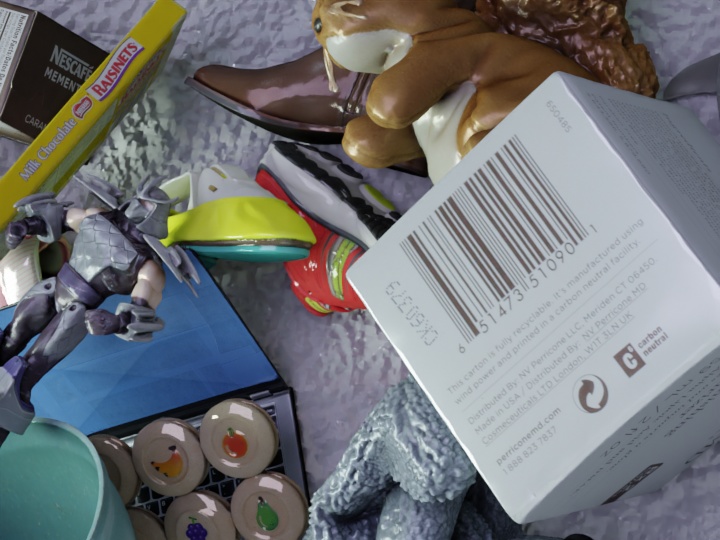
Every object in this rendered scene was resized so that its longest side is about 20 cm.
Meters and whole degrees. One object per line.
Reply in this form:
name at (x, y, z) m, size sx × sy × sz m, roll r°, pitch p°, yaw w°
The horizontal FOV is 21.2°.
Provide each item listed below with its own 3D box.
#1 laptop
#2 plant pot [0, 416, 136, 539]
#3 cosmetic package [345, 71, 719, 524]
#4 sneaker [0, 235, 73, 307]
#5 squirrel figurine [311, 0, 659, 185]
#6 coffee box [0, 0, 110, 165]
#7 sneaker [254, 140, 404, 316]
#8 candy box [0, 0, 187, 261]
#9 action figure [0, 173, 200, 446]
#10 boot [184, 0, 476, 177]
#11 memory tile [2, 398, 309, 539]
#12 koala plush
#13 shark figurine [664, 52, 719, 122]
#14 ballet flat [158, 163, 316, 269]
laptop at (-0.144, 0.116, 1.216) m, size 0.186 × 0.116 × 0.202 m, roll -17°, pitch 71°, yaw 22°
plant pot at (-0.211, 0.208, 1.154) m, size 0.199 × 0.135 × 0.201 m, roll -18°, pitch 38°, yaw 15°
cosmetic package at (0.133, 0.016, 1.037) m, size 0.165 × 0.199 × 0.166 m, roll -43°, pitch 69°, yaw 22°
sneaker at (-0.254, -0.031, 1.329) m, size 0.104 × 0.075 × 0.202 m, roll -25°, pitch 72°, yaw 17°
squirrel figurine at (0.072, -0.126, 1.143) m, size 0.199 × 0.142 × 0.187 m, roll -28°, pitch 67°, yaw -17°
coffee box at (-0.283, -0.149, 1.346) m, size 0.199 × 0.114 × 0.080 m, roll 18°, pitch 86°, yaw 27°
sneaker at (0.000, 0.000, 1.209) m, size 0.200 × 0.077 × 0.085 m, roll 44°, pitch 117°, yaw 32°
candy box at (-0.188, -0.086, 1.252) m, size 0.026 × 0.102 × 0.200 m, roll 37°, pitch 67°, yaw 0°
action figure at (-0.178, 0.021, 1.150) m, size 0.200 × 0.069 × 0.130 m, roll -49°, pitch 49°, yaw 2°
boot at (-0.003, -0.179, 1.243) m, size 0.185 × 0.064 × 0.202 m, roll 18°, pitch 90°, yaw 15°
memory tile at (-0.122, 0.169, 1.211) m, size 0.198 × 0.017 × 0.155 m, roll -17°, pitch 99°, yaw 22°
koala plush at (0.077, 0.185, 1.073) m, size 0.200 × 0.177 × 0.184 m, roll 45°, pitch 111°, yaw 26°
shark figurine at (0.234, -0.081, 1.095) m, size 0.127 × 0.089 × 0.216 m, roll -19°, pitch 69°, yaw 22°
ballet flat at (-0.096, -0.032, 1.216) m, size 0.199 × 0.066 × 0.068 m, roll -12°, pitch 76°, yaw 56°
